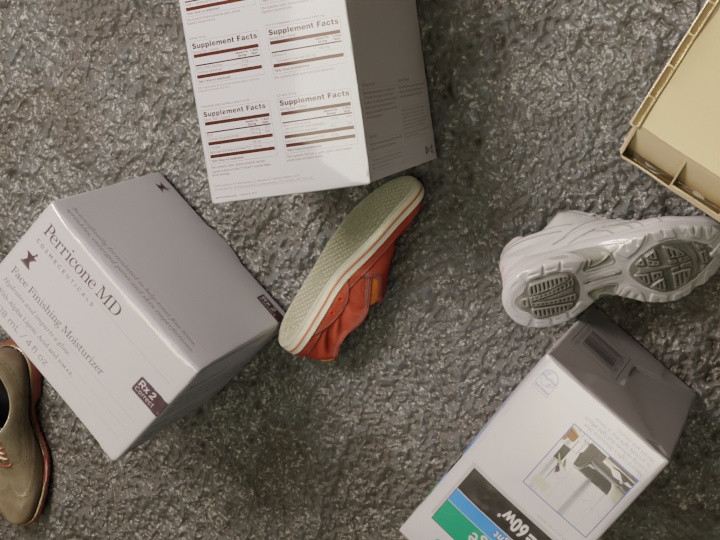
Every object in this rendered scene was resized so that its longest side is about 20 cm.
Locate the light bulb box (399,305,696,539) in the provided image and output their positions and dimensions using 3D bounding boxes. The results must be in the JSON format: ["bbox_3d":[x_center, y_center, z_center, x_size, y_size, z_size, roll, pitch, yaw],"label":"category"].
[{"bbox_3d":[0.161,0.159,1.071,0.125,0.198,0.201,41,110,10],"label":"light bulb box"}]

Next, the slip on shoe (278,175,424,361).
[{"bbox_3d":[0.000,0.000,1.178,0.061,0.074,0.201,27,106,-24],"label":"slip on shoe"}]

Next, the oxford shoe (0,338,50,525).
[{"bbox_3d":[-0.373,0.177,1.341,0.070,0.075,0.203,0,101,19],"label":"oxford shoe"}]

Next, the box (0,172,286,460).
[{"bbox_3d":[-0.203,0.034,1.181,0.199,0.200,0.131,48,113,6],"label":"box"}]

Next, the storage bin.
[{"bbox_3d":[0.337,-0.127,1.004,0.199,0.094,0.200,35,111,10],"label":"storage bin"}]

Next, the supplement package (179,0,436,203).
[{"bbox_3d":[-0.040,-0.175,1.082,0.145,0.191,0.203,-5,98,20],"label":"supplement package"}]

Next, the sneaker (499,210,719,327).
[{"bbox_3d":[0.208,-0.022,1.083,0.198,0.100,0.079,-10,126,-2],"label":"sneaker"}]
